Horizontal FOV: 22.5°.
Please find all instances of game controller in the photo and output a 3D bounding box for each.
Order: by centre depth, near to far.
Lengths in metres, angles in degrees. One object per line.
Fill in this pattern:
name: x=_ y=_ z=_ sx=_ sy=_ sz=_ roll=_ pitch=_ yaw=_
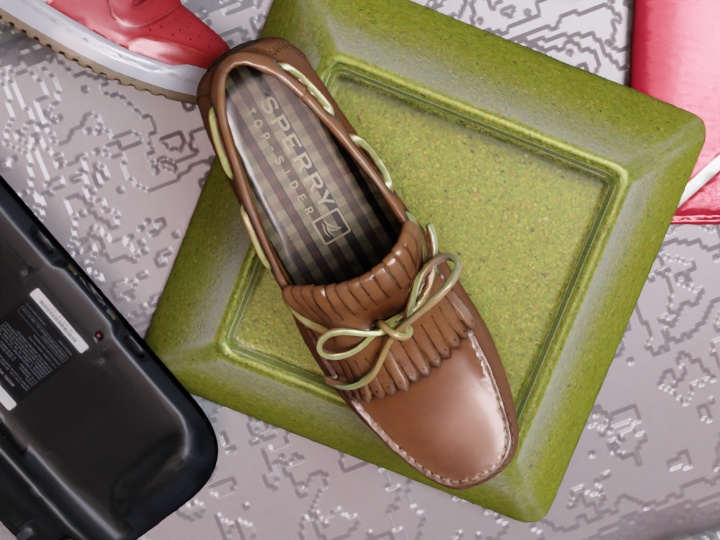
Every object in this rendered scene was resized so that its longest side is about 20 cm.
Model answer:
game controller: x=-0.154 y=0.039 z=0.792 sx=0.104 sy=0.042 sz=0.200 roll=-39 pitch=100 yaw=6

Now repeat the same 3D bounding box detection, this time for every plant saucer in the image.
plant saucer: x=0.025 y=-0.007 z=0.783 sx=0.200 sy=0.048 sz=0.200 roll=21 pitch=99 yaw=-2

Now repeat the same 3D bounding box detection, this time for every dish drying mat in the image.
dish drying mat: x=0.158 y=-0.119 z=0.795 sx=0.077 sy=0.018 sz=0.201 roll=2 pitch=100 yaw=-2

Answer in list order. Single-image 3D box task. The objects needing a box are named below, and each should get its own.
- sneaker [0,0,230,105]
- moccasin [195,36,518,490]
sneaker: x=-0.121 y=-0.156 z=0.746 sx=0.200 sy=0.071 sz=0.113 roll=29 pitch=100 yaw=-6
moccasin: x=0.002 y=-0.001 z=0.720 sx=0.074 sy=0.078 sz=0.202 roll=-24 pitch=99 yaw=4
